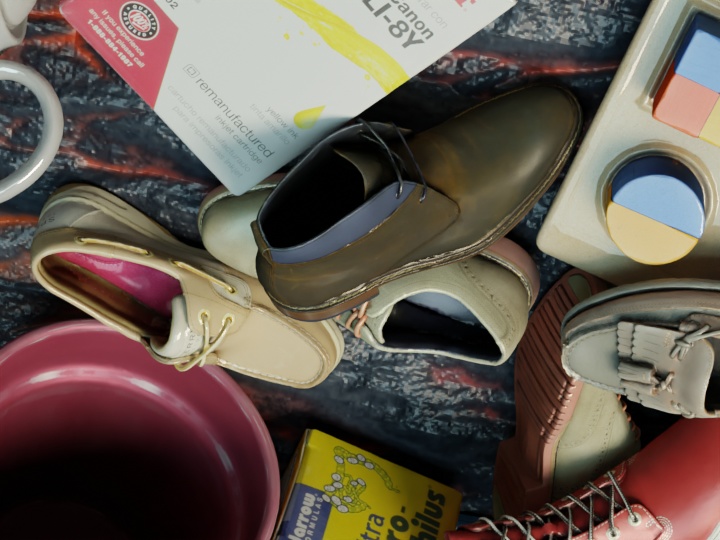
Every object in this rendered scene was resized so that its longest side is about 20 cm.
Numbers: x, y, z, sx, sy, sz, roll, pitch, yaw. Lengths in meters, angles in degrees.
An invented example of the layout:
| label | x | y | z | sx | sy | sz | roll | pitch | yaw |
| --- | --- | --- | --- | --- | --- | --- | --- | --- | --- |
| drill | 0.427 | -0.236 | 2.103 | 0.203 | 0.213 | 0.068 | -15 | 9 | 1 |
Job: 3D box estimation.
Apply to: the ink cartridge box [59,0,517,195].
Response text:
| label | x | y | z | sx | sy | sz | roll | pitch | yaw |
| --- | --- | --- | --- | --- | --- | --- | --- | --- | --- |
| ink cartridge box | -0.032 | -0.155 | 1.051 | 0.199 | 0.084 | 0.145 | -32 | 113 | 28 |

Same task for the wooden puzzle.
| label | x | y | z | sx | sy | sz | roll | pitch | yaw |
| --- | --- | --- | --- | --- | --- | --- | --- | --- | --- |
| wooden puzzle | 0.210 | -0.048 | 1.073 | 0.184 | 0.046 | 0.201 | 23 | 121 | -2 |

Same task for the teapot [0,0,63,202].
| label | x | y | z | sx | sy | sz | roll | pitch | yaw |
| --- | --- | --- | --- | --- | --- | --- | --- | --- | --- |
| teapot | -0.217 | -0.166 | 1.024 | 0.144 | 0.199 | 0.201 | -3 | 135 | 1 |

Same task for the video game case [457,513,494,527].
| label | x | y | z | sx | sy | sz | roll | pitch | yaw |
| --- | --- | --- | --- | --- | --- | --- | --- | --- | --- |
| video game case | 0.144 | 0.231 | 1.323 | 0.198 | 0.018 | 0.144 | 10 | 125 | 5 |

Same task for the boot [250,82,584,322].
| label | x | y | z | sx | sy | sz | roll | pitch | yaw |
| --- | --- | --- | --- | --- | --- | --- | --- | --- | --- |
| boot | 0.030 | -0.045 | 1.071 | 0.199 | 0.097 | 0.075 | -34 | 72 | 0 |

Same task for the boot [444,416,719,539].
| label | x | y | z | sx | sy | sz | roll | pitch | yaw |
| --- | --- | --- | --- | --- | --- | --- | --- | --- | --- |
| boot | 0.130 | 0.141 | 1.160 | 0.143 | 0.073 | 0.201 | 16 | 123 | -34 |

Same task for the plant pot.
| label | x | y | z | sx | sy | sz | roll | pitch | yaw |
| --- | --- | --- | --- | --- | --- | --- | --- | --- | --- |
| plant pot | -0.167 | 0.158 | 1.242 | 0.199 | 0.201 | 0.179 | 24 | 141 | -6 |

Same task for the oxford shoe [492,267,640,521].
| label | x | y | z | sx | sy | sz | roll | pitch | yaw |
| --- | --- | --- | --- | --- | --- | --- | --- | --- | --- |
| oxford shoe | 0.131 | 0.081 | 1.204 | 0.073 | 0.071 | 0.201 | -1 | 129 | -17 |

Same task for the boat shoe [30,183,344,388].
| label | x | y | z | sx | sy | sz | roll | pitch | yaw |
| --- | --- | --- | --- | --- | --- | --- | --- | --- | --- |
| boat shoe | -0.105 | 0.025 | 1.198 | 0.199 | 0.069 | 0.074 | 26 | 126 | -6 |

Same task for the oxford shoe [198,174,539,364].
| label | x | y | z | sx | sy | sz | roll | pitch | yaw |
| --- | --- | --- | --- | --- | --- | --- | --- | --- | --- |
| oxford shoe | 0.000 | 0.000 | 1.147 | 0.198 | 0.074 | 0.071 | 12 | 130 | 6 |

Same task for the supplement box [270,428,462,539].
| label | x | y | z | sx | sy | sz | roll | pitch | yaw |
| --- | --- | --- | --- | --- | --- | --- | --- | --- | --- |
| supplement box | -0.028 | 0.217 | 1.283 | 0.109 | 0.109 | 0.201 | 23 | 130 | -5 |

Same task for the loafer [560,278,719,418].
| label | x | y | z | sx | sy | sz | roll | pitch | yaw |
| --- | --- | --- | --- | --- | --- | --- | --- | --- | --- |
| loafer | 0.198 | 0.048 | 1.071 | 0.198 | 0.063 | 0.072 | 0 | 132 | 19 |
